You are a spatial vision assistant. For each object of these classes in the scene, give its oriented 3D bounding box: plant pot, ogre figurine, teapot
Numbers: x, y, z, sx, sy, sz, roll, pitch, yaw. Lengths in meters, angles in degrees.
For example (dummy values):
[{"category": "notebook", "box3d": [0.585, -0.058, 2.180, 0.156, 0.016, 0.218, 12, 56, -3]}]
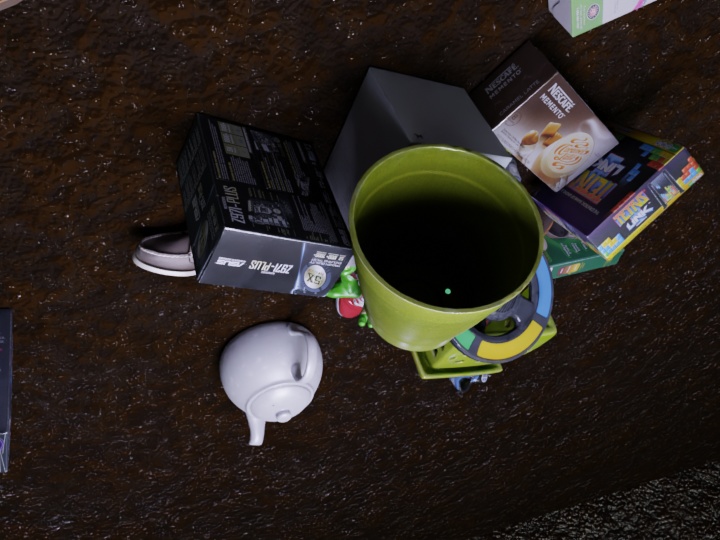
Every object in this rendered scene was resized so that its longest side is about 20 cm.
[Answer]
[{"category": "plant pot", "box3d": [0.076, -0.002, 0.729, 0.199, 0.201, 0.193, -11, 153, -13]}, {"category": "plant pot", "box3d": [0.178, 0.077, 1.110, 0.199, 0.200, 0.182, 0, 144, -27]}, {"category": "ogre figurine", "box3d": [0.000, 0.000, 0.958, 0.098, 0.200, 0.120, -10, 122, -28]}, {"category": "teapot", "box3d": [-0.146, 0.193, 1.127, 0.197, 0.146, 0.200, -23, 142, 1]}]

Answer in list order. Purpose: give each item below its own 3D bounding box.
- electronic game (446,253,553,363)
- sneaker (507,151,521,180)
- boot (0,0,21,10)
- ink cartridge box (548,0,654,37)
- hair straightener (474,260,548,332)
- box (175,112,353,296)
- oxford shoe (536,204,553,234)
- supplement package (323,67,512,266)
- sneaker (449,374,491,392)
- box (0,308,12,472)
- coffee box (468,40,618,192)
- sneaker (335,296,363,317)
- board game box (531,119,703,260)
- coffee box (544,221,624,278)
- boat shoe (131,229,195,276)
[{"category": "electronic game", "box3d": [0.194, 0.032, 0.919, 0.199, 0.201, 0.042, -3, -178, -23]}, {"category": "sneaker", "box3d": [0.161, -0.104, 0.968, 0.074, 0.081, 0.200, 9, 133, -34]}, {"category": "boot", "box3d": [-0.389, -0.251, 0.536, 0.199, 0.074, 0.076, -6, 130, -16]}, {"category": "ink cartridge box", "box3d": [0.317, -0.369, 0.733, 0.199, 0.068, 0.117, -23, 142, 3]}, {"category": "hair straightener", "box3d": [0.197, 0.030, 0.981, 0.200, 0.077, 0.041, -42, 164, -18]}, {"category": "box", "box3d": [-0.117, -0.076, 0.767, 0.163, 0.201, 0.086, 8, 133, -34]}, {"category": "oxford shoe", "box3d": [0.245, -0.067, 1.008, 0.199, 0.071, 0.073, -26, 165, -32]}, {"category": "supplement package", "box3d": [0.058, -0.123, 0.836, 0.150, 0.152, 0.200, 3, 136, -29]}, {"category": "sneaker", "box3d": [0.257, 0.188, 1.364, 0.078, 0.089, 0.200, 3, 136, -31]}, {"category": "box", "box3d": [-0.529, 0.159, 0.851, 0.122, 0.201, 0.106, 2, 137, -28]}, {"category": "coffee box", "box3d": [0.254, -0.206, 0.890, 0.114, 0.080, 0.200, -40, 139, 23]}, {"category": "sneaker", "box3d": [0.030, 0.039, 1.052, 0.071, 0.113, 0.200, 10, 133, -34]}, {"category": "board game box", "box3d": [0.354, -0.122, 0.921, 0.165, 0.200, 0.057, -44, 112, 10]}, {"category": "coffee box", "box3d": [0.324, -0.046, 1.086, 0.199, 0.123, 0.044, -14, 143, -13]}, {"category": "boat shoe", "box3d": [-0.208, -0.035, 0.884, 0.199, 0.072, 0.060, 0, 132, -31]}]
